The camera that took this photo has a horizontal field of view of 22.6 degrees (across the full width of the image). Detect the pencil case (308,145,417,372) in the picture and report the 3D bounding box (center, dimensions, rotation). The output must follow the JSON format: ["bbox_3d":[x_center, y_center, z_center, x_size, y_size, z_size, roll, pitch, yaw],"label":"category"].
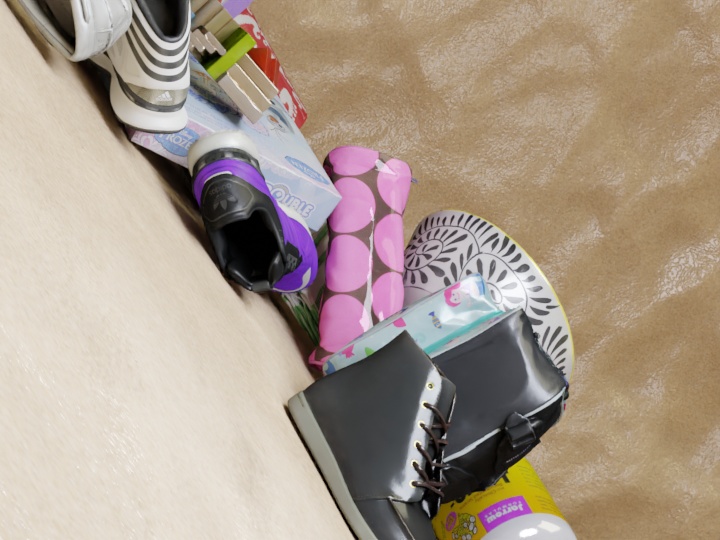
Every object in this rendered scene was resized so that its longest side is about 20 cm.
[{"bbox_3d":[0.000,0.000,1.537,0.090,0.202,0.094,13,-20,-22],"label":"pencil case"}]

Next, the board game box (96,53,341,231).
[{"bbox_3d":[-0.130,-0.136,1.519,0.199,0.043,0.199,26,20,-37],"label":"board game box"}]

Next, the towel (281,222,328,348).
[{"bbox_3d":[0.011,0.052,1.629,0.201,0.023,0.153,58,37,-22],"label":"towel"}]

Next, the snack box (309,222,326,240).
[{"bbox_3d":[-0.066,-0.041,1.739,0.024,0.072,0.200,50,5,-23],"label":"snack box"}]

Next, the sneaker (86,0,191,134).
[{"bbox_3d":[-0.167,-0.201,1.377,0.075,0.116,0.201,-1,35,-27],"label":"sneaker"}]

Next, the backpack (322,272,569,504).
[{"bbox_3d":[0.067,0.102,1.376,0.151,0.176,0.200,61,1,19],"label":"backpack"}]

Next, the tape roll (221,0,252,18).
[{"bbox_3d":[-0.169,-0.285,1.616,0.066,0.199,0.200,54,3,24],"label":"tape roll"}]

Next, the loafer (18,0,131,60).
[{"bbox_3d":[-0.235,-0.239,1.254,0.201,0.070,0.070,54,35,-11],"label":"loafer"}]

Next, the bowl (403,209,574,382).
[{"bbox_3d":[0.083,0.057,1.579,0.200,0.094,0.202,36,-35,31],"label":"bowl"}]

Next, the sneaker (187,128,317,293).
[{"bbox_3d":[-0.082,-0.017,1.429,0.200,0.069,0.100,57,14,-54],"label":"sneaker"}]

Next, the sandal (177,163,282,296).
[{"bbox_3d":[-0.099,-0.053,1.559,0.200,0.054,0.082,50,5,-28],"label":"sandal"}]

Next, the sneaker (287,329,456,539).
[{"bbox_3d":[0.037,0.134,1.215,0.201,0.106,0.075,57,4,29],"label":"sneaker"}]

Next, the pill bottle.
[{"bbox_3d":[0.119,0.220,1.524,0.104,0.104,0.200,51,4,-41],"label":"pill bottle"}]

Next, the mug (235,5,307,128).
[{"bbox_3d":[-0.152,-0.223,1.884,0.201,0.133,0.178,57,4,-20],"label":"mug"}]

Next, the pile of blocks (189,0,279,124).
[{"bbox_3d":[-0.128,-0.212,1.465,0.200,0.062,0.082,48,0,5],"label":"pile of blocks"}]
